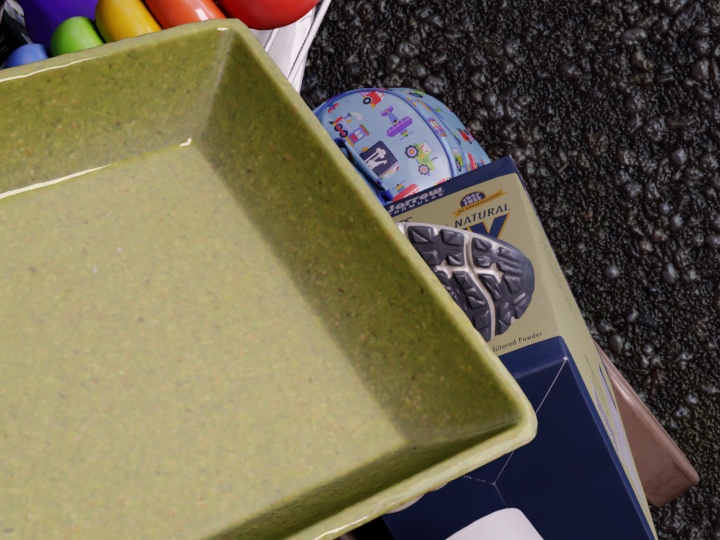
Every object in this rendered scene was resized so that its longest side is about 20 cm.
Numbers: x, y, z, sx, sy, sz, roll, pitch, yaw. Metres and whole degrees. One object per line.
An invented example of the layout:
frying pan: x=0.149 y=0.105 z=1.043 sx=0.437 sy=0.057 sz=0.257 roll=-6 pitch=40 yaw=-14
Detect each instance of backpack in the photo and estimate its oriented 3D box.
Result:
backpack: x=0.001 y=-0.053 z=1.152 sx=0.183 sy=0.200 sz=0.135 roll=54 pitch=7 yaw=18

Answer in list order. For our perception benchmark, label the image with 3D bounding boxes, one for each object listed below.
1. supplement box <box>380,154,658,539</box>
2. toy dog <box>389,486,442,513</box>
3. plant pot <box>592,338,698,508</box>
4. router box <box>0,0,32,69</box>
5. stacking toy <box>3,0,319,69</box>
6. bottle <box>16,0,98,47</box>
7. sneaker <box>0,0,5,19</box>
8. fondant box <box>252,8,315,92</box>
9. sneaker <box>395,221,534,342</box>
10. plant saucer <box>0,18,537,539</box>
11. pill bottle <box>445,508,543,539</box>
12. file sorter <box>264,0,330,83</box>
supplement box: x=0.079 y=0.080 z=0.899 sx=0.200 sy=0.134 sz=0.200 roll=-96 pitch=162 yaw=-54
toy dog: x=-0.041 y=0.015 z=0.698 sx=0.193 sy=0.140 sz=0.200 roll=14 pitch=24 yaw=-45
plant pot: x=0.136 y=0.136 z=1.151 sx=0.200 sy=0.174 sz=0.200 roll=50 pitch=6 yaw=-7
router box: x=-0.175 y=-0.101 z=0.845 sx=0.149 sy=0.051 sz=0.200 roll=52 pitch=6 yaw=28
stacking toy: x=-0.097 y=-0.080 z=0.593 sx=0.085 sy=0.200 sz=0.085 roll=49 pitch=6 yaw=-7
bottle: x=-0.112 y=-0.108 z=0.731 sx=0.084 sy=0.065 sz=0.200 roll=54 pitch=3 yaw=32
sneaker: x=-0.211 y=-0.134 z=0.704 sx=0.066 sy=0.091 sz=0.201 roll=18 pitch=46 yaw=-25
fondant box: x=-0.065 y=-0.196 z=1.149 sx=0.058 sy=0.145 sz=0.200 roll=10 pitch=-2 yaw=-5
sneaker: x=0.000 y=0.000 z=0.815 sx=0.086 sy=0.199 sz=0.078 roll=-57 pitch=139 yaw=-61
plant saucer: x=-0.076 y=0.020 z=0.477 sx=0.200 sy=0.199 sz=0.048 roll=53 pitch=-36 yaw=23
pill bottle: x=0.100 y=0.219 z=0.707 sx=0.200 sy=0.112 sz=0.112 roll=54 pitch=7 yaw=25
file sorter: x=-0.123 y=-0.192 z=0.936 sx=0.199 sy=0.125 sz=0.139 roll=28 pitch=-8 yaw=-16
